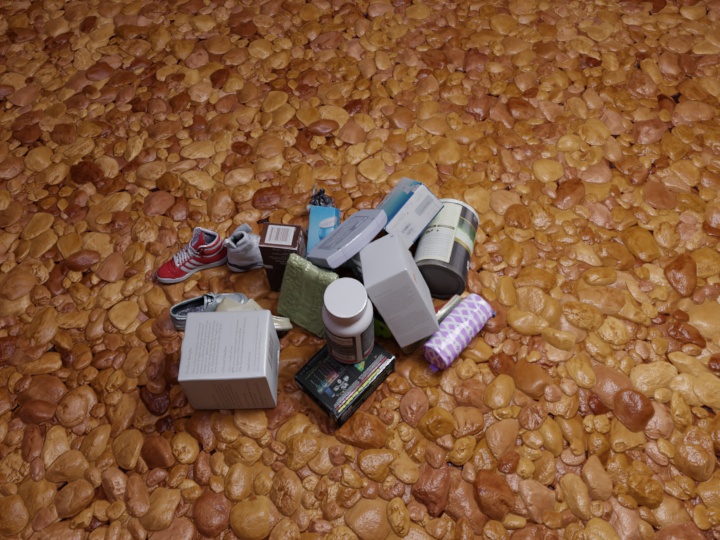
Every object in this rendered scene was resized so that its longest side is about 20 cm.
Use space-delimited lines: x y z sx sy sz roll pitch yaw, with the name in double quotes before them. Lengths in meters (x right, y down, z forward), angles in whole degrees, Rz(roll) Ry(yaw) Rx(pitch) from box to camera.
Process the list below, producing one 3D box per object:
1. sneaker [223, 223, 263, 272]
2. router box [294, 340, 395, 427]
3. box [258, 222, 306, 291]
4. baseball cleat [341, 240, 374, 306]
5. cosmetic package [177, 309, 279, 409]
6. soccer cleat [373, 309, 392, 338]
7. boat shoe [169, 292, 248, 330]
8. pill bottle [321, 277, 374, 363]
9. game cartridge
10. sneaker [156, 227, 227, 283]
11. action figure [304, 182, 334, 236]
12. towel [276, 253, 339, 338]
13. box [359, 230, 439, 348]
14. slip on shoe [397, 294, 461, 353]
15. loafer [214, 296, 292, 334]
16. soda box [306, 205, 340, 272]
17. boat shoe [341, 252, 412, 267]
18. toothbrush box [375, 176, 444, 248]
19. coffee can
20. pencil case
"sneaker" -0.259 -0.065 1.690 0.194 0.116 0.077 -14 57 -6
"router box" -0.034 0.236 1.517 0.149 0.063 0.199 37 67 25
"box" -0.185 -0.027 1.611 0.097 0.202 0.077 5 58 7
"baseball cleat" 0.000 0.000 1.623 0.104 0.070 0.206 -14 76 13
"cosmetic package" -0.294 0.206 1.491 0.193 0.168 0.171 -1 56 2
"soccer cleat" 0.002 0.097 1.605 0.196 0.069 0.081 26 49 19
"boat shoe" -0.378 0.093 1.623 0.195 0.072 0.071 -16 57 -7
"pill bottle" -0.026 0.111 1.438 0.112 0.202 0.119 -1 56 2
"game cartridge" -0.030 -0.076 1.545 0.199 0.041 0.132 -42 22 -24
"sneaker" -0.444 -0.042 1.688 0.195 0.114 0.072 -22 58 -10
"action figure" -0.099 -0.135 1.727 0.100 0.120 0.202 -24 64 -18
"towel" -0.126 0.062 1.558 0.145 0.204 0.037 25 40 13
"box" 0.088 0.043 1.494 0.104 0.202 0.154 -24 34 12
"slip on shoe" 0.165 0.118 1.578 0.198 0.075 0.061 -36 59 -13
"loafer" -0.258 0.107 1.585 0.194 0.076 0.070 12 74 -7
"soda box" -0.096 -0.056 1.634 0.066 0.064 0.207 6 92 11
"boat shoe" 0.039 -0.032 1.679 0.193 0.065 0.074 -2 89 7
"toothbrush box" 0.111 -0.148 1.646 0.085 0.200 0.147 41 92 -17
"coffee can" 0.211 -0.055 1.636 0.142 0.148 0.204 12 59 11
"pencil case" 0.231 0.144 1.546 0.084 0.086 0.199 40 67 20
